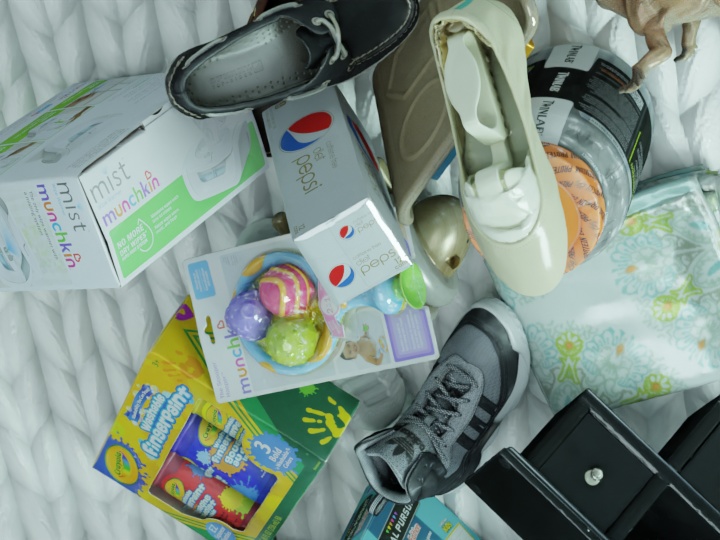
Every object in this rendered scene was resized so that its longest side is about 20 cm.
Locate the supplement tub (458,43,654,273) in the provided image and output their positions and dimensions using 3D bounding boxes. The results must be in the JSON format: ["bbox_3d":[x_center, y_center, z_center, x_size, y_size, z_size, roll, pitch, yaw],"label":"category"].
[{"bbox_3d":[0.140,-0.078,1.393,0.122,0.200,0.123,6,116,13],"label":"supplement tub"}]

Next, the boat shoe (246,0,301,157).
[{"bbox_3d":[-0.060,-0.172,1.483,0.070,0.070,0.201,18,120,6],"label":"boat shoe"}]

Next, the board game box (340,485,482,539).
[{"bbox_3d":[0.070,0.274,1.609,0.200,0.151,0.047,43,119,-6],"label":"board game box"}]

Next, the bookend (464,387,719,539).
[{"bbox_3d":[0.224,0.154,1.490,0.199,0.200,0.092,44,155,4],"label":"bookend"}]

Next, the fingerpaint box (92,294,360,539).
[{"bbox_3d":[-0.116,0.138,1.607,0.167,0.073,0.200,32,140,0],"label":"fingerpaint box"}]

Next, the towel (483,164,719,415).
[{"bbox_3d":[0.211,0.021,1.507,0.199,0.048,0.172,-17,108,23],"label":"towel"}]

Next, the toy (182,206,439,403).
[{"bbox_3d":[-0.047,0.030,1.445,0.199,0.047,0.116,-13,91,26],"label":"toy"}]

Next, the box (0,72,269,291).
[{"bbox_3d":[-0.201,-0.072,1.473,0.176,0.200,0.097,-2,117,35],"label":"box"}]

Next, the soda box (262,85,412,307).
[{"bbox_3d":[-0.019,-0.062,1.406,0.064,0.200,0.068,-29,121,7],"label":"soda box"}]

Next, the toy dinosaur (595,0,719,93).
[{"bbox_3d":[0.228,-0.213,1.375,0.199,0.086,0.136,-15,103,16],"label":"toy dinosaur"}]

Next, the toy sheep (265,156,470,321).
[{"bbox_3d":[0.000,0.000,1.513,0.200,0.138,0.138,-27,105,21],"label":"toy sheep"}]

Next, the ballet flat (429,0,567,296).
[{"bbox_3d":[0.085,-0.079,1.262,0.069,0.069,0.201,-14,89,22],"label":"ballet flat"}]

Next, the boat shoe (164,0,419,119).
[{"bbox_3d":[-0.046,-0.161,1.401,0.199,0.060,0.074,-18,101,-9],"label":"boat shoe"}]

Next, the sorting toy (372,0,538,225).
[{"bbox_3d":[0.069,-0.155,1.396,0.036,0.185,0.200,19,123,-20],"label":"sorting toy"}]

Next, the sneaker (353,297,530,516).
[{"bbox_3d":[0.062,0.117,1.544,0.075,0.114,0.200,38,129,24],"label":"sneaker"}]

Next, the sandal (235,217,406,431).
[{"bbox_3d":[-0.043,0.050,1.590,0.203,0.082,0.050,56,159,-11],"label":"sandal"}]
